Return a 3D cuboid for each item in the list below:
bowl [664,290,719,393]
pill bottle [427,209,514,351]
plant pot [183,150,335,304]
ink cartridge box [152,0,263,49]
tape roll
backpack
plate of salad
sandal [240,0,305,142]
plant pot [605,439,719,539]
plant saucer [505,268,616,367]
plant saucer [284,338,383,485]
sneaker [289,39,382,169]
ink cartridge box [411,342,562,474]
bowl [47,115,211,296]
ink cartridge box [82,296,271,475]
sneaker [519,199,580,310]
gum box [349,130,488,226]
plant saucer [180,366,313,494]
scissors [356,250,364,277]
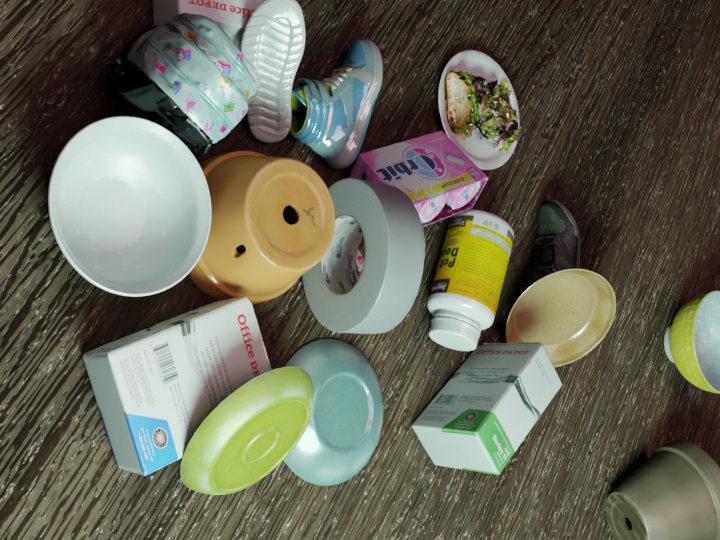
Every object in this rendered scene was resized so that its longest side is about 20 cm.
[{"bbox_3d":[0.680,0.145,1.734,0.197,0.107,0.206,5,82,-38],"label":"bowl"},{"bbox_3d":[0.168,0.017,1.343,0.108,0.108,0.204,30,66,-31],"label":"pill bottle"},{"bbox_3d":[-0.124,-0.062,1.101,0.196,0.139,0.206,6,81,-36],"label":"plant pot"},{"bbox_3d":[-0.193,-0.405,1.122,0.143,0.083,0.206,-1,86,-38],"label":"ink cartridge box"},{"bbox_3d":[0.000,-0.018,1.156,0.065,0.198,0.206,5,82,-37],"label":"tape roll"},{"bbox_3d":[-0.201,-0.225,1.012,0.166,0.200,0.128,37,89,-25],"label":"backpack"},{"bbox_3d":[0.209,-0.273,1.449,0.197,0.048,0.206,6,80,-38],"label":"plate of salad"},{"bbox_3d":[-0.121,-0.269,1.136,0.080,0.206,0.050,5,36,-11],"label":"sandal"},{"bbox_3d":[0.548,0.431,1.562,0.170,0.199,0.205,-13,92,-21],"label":"plant pot"},{"bbox_3d":[0.334,0.074,1.455,0.195,0.036,0.204,-6,123,-9],"label":"plant saucer"},{"bbox_3d":[-0.033,0.198,1.205,0.197,0.038,0.207,5,82,-38],"label":"plant saucer"},{"bbox_3d":[-0.043,-0.263,1.229,0.129,0.079,0.205,25,69,-35],"label":"sneaker"},{"bbox_3d":[0.196,0.205,1.319,0.200,0.145,0.084,-44,112,-32],"label":"ink cartridge box"},{"bbox_3d":[-0.281,-0.070,1.008,0.198,0.089,0.207,5,82,-38],"label":"bowl"},{"bbox_3d":[-0.212,0.134,1.042,0.197,0.083,0.150,-21,98,-39],"label":"ink cartridge box"},{"bbox_3d":[0.328,-0.020,1.495,0.113,0.075,0.205,-8,95,-45],"label":"sneaker"},{"bbox_3d":[0.082,-0.130,1.281,0.198,0.067,0.114,-22,60,-40],"label":"gum box"},{"bbox_3d":[-0.128,0.205,1.051,0.197,0.203,0.031,-23,53,-38],"label":"plant saucer"},{"bbox_3d":[0.000,0.000,1.271,0.073,0.014,0.202,-46,114,-31],"label":"scissors"}]
